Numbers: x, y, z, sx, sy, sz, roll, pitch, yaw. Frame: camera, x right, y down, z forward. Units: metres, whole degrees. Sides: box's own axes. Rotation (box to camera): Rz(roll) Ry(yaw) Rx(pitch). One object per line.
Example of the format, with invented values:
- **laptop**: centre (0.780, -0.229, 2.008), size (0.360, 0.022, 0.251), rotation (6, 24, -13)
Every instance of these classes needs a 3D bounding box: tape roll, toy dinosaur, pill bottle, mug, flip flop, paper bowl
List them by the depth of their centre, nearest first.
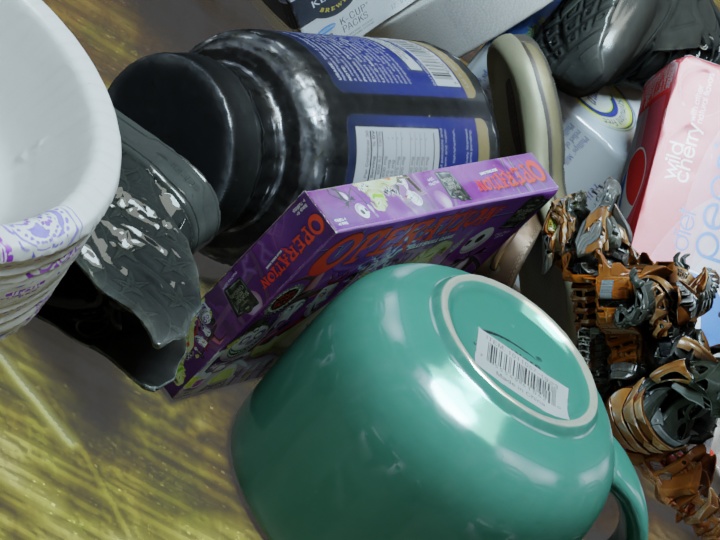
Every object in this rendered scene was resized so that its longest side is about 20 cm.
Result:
- **paper bowl**: centre (-0.202, -0.048, 1.046), size (0.200, 0.104, 0.201), rotation (25, 34, -18)
- **mug**: centre (0.046, 0.072, 1.187), size (0.185, 0.114, 0.152), rotation (0, 48, -51)
- **toy dinosaur**: centre (0.158, 0.049, 1.271), size (0.201, 0.135, 0.102), rotation (59, 26, -15)
- **pill bottle**: centre (-0.030, -0.058, 1.281), size (0.200, 0.112, 0.112), rotation (-2, 50, -53)
- **flip flop**: centre (0.077, -0.020, 1.357), size (0.057, 0.081, 0.201), rotation (-6, 84, -16)
- **tape roll**: centre (0.079, -0.167, 1.481), size (0.037, 0.202, 0.203), rotation (56, 26, -11)

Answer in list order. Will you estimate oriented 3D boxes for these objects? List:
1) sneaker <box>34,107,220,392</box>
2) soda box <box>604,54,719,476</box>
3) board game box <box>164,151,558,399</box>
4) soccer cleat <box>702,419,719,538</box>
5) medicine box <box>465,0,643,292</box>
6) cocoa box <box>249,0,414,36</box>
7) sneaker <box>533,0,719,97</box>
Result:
- **sneaker**: centre (-0.139, -0.032, 1.155), size (0.199, 0.060, 0.104), rotation (33, 42, 13)
- **soda box**: centre (0.160, -0.002, 1.356), size (0.070, 0.063, 0.201), rotation (17, 76, -6)
- **board game box**: centre (0.000, 0.000, 1.228), size (0.032, 0.120, 0.200), rotation (50, 29, 17)
- **soccer cleat**: centre (0.202, 0.147, 1.331), size (0.078, 0.069, 0.201), rotation (54, 24, -34)
- **medicine box**: centre (0.141, -0.053, 1.499), size (0.200, 0.103, 0.182), rotation (41, 28, 1)
- **cocoa box**: centre (-0.041, -0.236, 1.422), size (0.200, 0.133, 0.131), rotation (50, -11, 35)
- **sneaker**: centre (0.156, -0.132, 1.449), size (0.091, 0.076, 0.200), rotation (49, 32, -5)
